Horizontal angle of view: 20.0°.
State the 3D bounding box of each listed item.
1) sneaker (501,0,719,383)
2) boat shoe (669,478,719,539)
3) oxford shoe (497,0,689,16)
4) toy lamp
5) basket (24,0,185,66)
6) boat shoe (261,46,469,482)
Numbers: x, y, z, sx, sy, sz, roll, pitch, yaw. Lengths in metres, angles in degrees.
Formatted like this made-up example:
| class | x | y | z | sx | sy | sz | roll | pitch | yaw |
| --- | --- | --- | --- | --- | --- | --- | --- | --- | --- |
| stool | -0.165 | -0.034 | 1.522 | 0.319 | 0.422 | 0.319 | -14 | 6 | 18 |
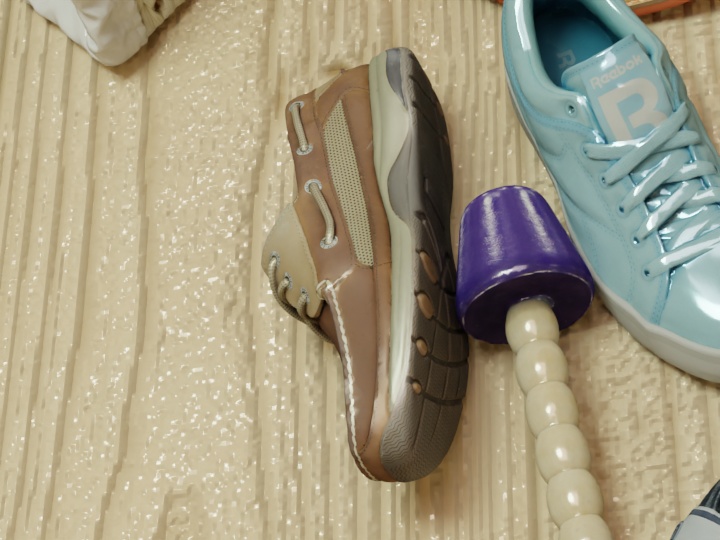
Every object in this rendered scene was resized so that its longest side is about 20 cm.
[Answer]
| class | x | y | z | sx | sy | sz | roll | pitch | yaw |
| --- | --- | --- | --- | --- | --- | --- | --- | --- | --- |
| sneaker | 0.105 | -0.045 | 0.804 | 0.074 | 0.082 | 0.201 | -31 | 58 | -2 |
| boat shoe | 0.205 | 0.110 | 0.686 | 0.199 | 0.071 | 0.091 | 31 | 77 | 32 |
| oxford shoe | 0.069 | -0.158 | 0.888 | 0.198 | 0.073 | 0.072 | 8 | 62 | 20 |
| toy lamp | 0.073 | 0.059 | 0.769 | 0.058 | 0.058 | 0.202 | -14 | 59 | 8 |
| basket | -0.137 | -0.241 | 0.930 | 0.161 | 0.201 | 0.198 | -40 | 57 | -16 |
| boat shoe | 0.000 | 0.000 | 0.819 | 0.071 | 0.076 | 0.201 | -12 | 48 | 13 |
